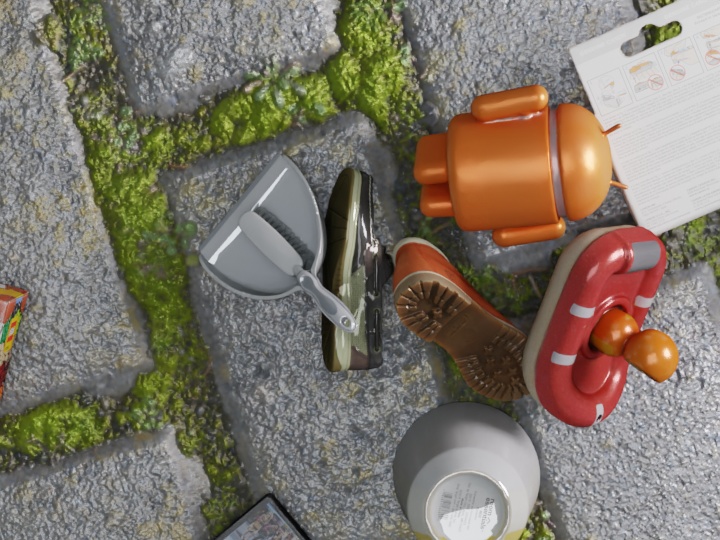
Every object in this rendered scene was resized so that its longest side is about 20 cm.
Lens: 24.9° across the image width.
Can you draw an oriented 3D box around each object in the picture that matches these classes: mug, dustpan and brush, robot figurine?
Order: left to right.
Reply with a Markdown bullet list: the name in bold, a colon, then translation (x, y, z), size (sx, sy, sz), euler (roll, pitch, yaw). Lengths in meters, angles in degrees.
- **dustpan and brush**: translation (-0.065, -0.007, 1.584), size (0.200, 0.057, 0.140), euler (44, 100, 19)
- **mug**: translation (0.113, 0.231, 1.585), size (0.149, 0.153, 0.187), euler (-33, 94, 6)
- **robot figurine**: translation (0.153, -0.098, 1.562), size (0.199, 0.117, 0.145), euler (-5, 88, 11)

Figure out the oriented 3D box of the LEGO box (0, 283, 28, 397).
- **LEGO box**: translation (-0.453, 0.069, 1.642), size (0.199, 0.077, 0.150), euler (15, 97, 2)

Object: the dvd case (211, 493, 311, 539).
- **dvd case**: translation (-0.122, 0.344, 1.680), size (0.200, 0.018, 0.143), euler (-40, 92, 8)

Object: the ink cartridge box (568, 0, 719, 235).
- **ink cartridge box**: translation (0.310, -0.153, 1.587), size (0.160, 0.050, 0.201), euler (-23, 90, 6)

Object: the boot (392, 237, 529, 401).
- **boot**: translation (0.104, 0.045, 1.606), size (0.075, 0.107, 0.200), euler (-39, 120, 14)

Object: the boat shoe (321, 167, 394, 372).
- **boat shoe**: translation (0.000, 0.001, 1.614), size (0.066, 0.072, 0.202), euler (4, 92, -18)

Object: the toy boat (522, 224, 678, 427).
- **toy boat**: translation (0.244, 0.064, 1.546), size (0.131, 0.130, 0.201), euler (37, 120, 36)
